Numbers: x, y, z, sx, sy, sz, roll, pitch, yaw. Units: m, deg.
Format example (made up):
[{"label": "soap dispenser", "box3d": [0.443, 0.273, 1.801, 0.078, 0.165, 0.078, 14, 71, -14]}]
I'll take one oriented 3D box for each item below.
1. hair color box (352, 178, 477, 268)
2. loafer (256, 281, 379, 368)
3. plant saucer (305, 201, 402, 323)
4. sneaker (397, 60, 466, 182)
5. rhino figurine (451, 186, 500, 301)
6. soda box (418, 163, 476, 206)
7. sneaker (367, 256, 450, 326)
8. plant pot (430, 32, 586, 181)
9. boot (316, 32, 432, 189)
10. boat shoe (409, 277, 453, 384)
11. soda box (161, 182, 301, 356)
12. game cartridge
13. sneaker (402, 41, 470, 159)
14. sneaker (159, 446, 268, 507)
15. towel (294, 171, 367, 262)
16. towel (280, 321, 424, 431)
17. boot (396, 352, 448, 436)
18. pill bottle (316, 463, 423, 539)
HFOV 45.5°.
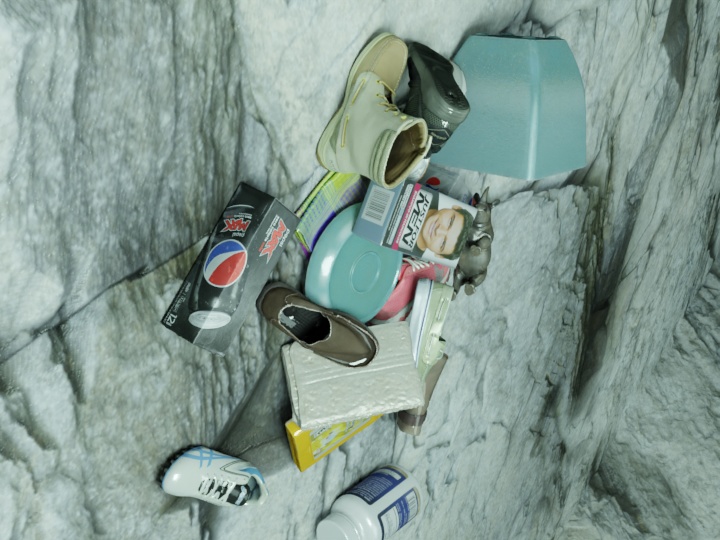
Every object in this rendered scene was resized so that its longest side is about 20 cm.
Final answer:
[{"label": "hair color box", "box3d": [0.083, -0.073, 1.247, 0.199, 0.060, 0.100, 14, 99, -52]}, {"label": "loafer", "box3d": [-0.054, 0.089, 1.181, 0.199, 0.071, 0.073, 27, 100, -27]}, {"label": "plant saucer", "box3d": [0.000, 0.000, 1.257, 0.199, 0.027, 0.202, -26, 127, -40]}, {"label": "sneaker", "box3d": [0.085, -0.223, 1.247, 0.092, 0.075, 0.201, 32, 83, -53]}, {"label": "rhino figurine", "box3d": [0.186, -0.049, 1.392, 0.087, 0.059, 0.201, -47, 150, -50]}, {"label": "soda box", "box3d": [0.155, -0.098, 1.435, 0.064, 0.068, 0.200, -59, 147, -9]}, {"label": "sneaker", "box3d": [0.083, 0.009, 1.398, 0.200, 0.073, 0.087, -45, 142, -28]}, {"label": "plant pot", "box3d": [0.236, -0.263, 1.336, 0.196, 0.195, 0.202, -18, 118, -49]}, {"label": "boot", "box3d": [0.038, -0.207, 1.104, 0.072, 0.154, 0.201, 28, 88, -39]}, {"label": "boat shoe", "box3d": [0.104, 0.114, 1.358, 0.072, 0.061, 0.202, -40, 139, -78]}, {"label": "soda box", "box3d": [-0.157, -0.001, 1.054, 0.201, 0.063, 0.071, -62, 148, -6]}, {"label": "game cartridge", "box3d": [-0.023, 0.224, 1.340, 0.199, 0.033, 0.177, -31, 154, -16]}, {"label": "sneaker", "box3d": [0.084, -0.232, 1.182, 0.076, 0.200, 0.115, 16, 128, -26]}, {"label": "sneaker", "box3d": [-0.197, 0.292, 1.189, 0.200, 0.072, 0.072, 28, 89, -56]}, {"label": "towel", "box3d": [-0.024, -0.058, 1.245, 0.144, 0.023, 0.200, -52, 146, -18]}, {"label": "towel", "box3d": [-0.011, 0.153, 1.256, 0.198, 0.134, 0.035, -8, 163, -12]}, {"label": "boot", "box3d": [0.104, 0.217, 1.518, 0.200, 0.070, 0.148, 85, 19, -79]}, {"label": "pill bottle", "box3d": [0.015, 0.443, 1.560, 0.199, 0.111, 0.112, -23, 129, -46]}]
